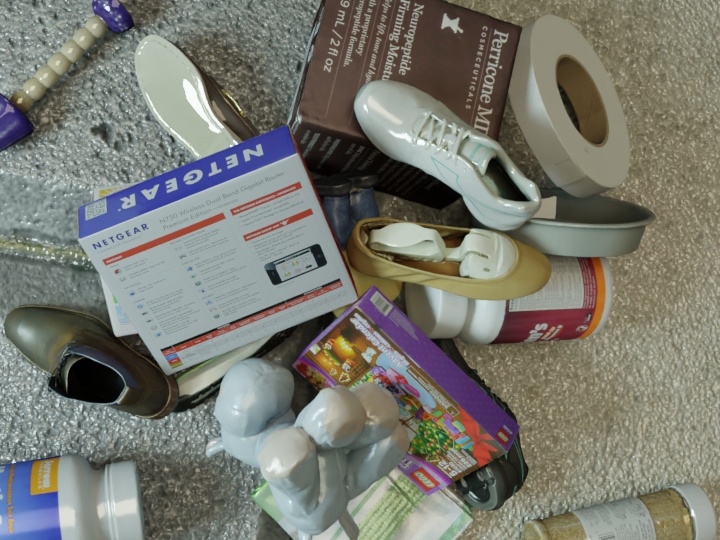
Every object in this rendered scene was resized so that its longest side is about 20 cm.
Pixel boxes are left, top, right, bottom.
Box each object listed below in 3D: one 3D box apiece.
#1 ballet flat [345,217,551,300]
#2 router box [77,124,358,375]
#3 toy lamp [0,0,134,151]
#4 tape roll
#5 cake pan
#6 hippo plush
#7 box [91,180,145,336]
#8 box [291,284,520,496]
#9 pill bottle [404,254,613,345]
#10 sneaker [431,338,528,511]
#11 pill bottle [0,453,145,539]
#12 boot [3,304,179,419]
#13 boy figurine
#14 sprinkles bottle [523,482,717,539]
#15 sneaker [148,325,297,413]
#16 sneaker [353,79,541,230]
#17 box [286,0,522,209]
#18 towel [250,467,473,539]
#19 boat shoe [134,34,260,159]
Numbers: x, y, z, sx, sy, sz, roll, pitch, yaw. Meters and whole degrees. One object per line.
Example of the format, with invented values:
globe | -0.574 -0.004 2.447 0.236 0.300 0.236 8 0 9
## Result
ballet flat | 0.083 -0.014 0.902 0.198 0.063 0.069 5 64 4
router box | -0.121 -0.013 0.855 0.198 0.049 0.180 -21 131 0
toy lamp | -0.318 -0.201 0.981 0.058 0.058 0.200 42 76 -3
tape roll | 0.227 -0.177 1.036 0.202 0.037 0.205 25 55 -42
cake pan | 0.205 -0.052 1.002 0.198 0.200 0.037 1 105 -11
hippo plush | -0.057 0.159 0.935 0.159 0.201 0.161 -29 45 -26
box | -0.154 -0.024 0.938 0.198 0.113 0.102 -10 41 -9
box | 0.041 0.124 0.947 0.200 0.137 0.039 44 47 -3
pill bottle | 0.154 0.022 1.002 0.198 0.109 0.111 -2 83 -21
sneaker | 0.116 0.152 1.022 0.079 0.075 0.201 -15 79 -40
pill bottle | -0.306 0.234 0.895 0.198 0.112 0.113 -8 84 -12
boot | -0.272 0.078 0.909 0.199 0.097 0.075 23 85 13
boy figurine | 0.000 0.000 0.987 0.124 0.064 0.202 -24 112 -42
sprinkles bottle | 0.278 0.280 1.027 0.198 0.068 0.069 -9 84 -12
sneaker | -0.132 0.054 0.978 0.199 0.077 0.089 -37 82 -16
sneaker | 0.085 -0.113 0.870 0.200 0.080 0.071 34 82 -5
box | 0.034 -0.180 0.991 0.198 0.164 0.167 15 80 -9
towel | 0.006 0.246 0.998 0.200 0.031 0.149 42 76 -3
boat shoe | -0.160 -0.162 1.005 0.072 0.059 0.200 -40 87 27
